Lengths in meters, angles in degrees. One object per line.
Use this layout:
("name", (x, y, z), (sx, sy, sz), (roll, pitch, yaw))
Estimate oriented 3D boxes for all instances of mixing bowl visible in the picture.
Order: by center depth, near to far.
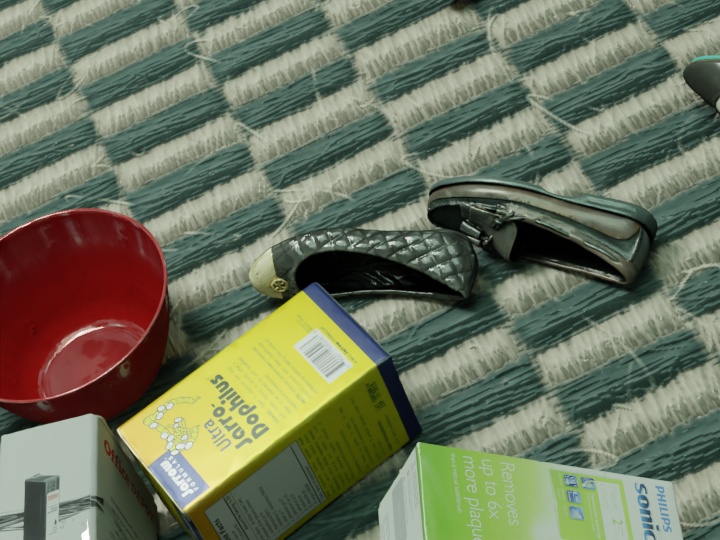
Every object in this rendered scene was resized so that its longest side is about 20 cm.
("mixing bowl", (-0.240, 0.058, 1.623), (0.200, 0.108, 0.200), (-10, 49, 12))

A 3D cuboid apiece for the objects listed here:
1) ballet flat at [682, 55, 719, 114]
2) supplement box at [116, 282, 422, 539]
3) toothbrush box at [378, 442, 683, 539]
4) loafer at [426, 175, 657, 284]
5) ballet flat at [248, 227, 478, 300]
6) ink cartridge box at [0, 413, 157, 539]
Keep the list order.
("ballet flat", (0.361, -0.137, 1.607), (0.200, 0.068, 0.068), (9, 64, 25))
("supplement box", (-0.070, 0.126, 1.509), (0.200, 0.109, 0.110), (-37, 51, -12))
("toothbrush box", (0.122, 0.214, 1.329), (0.200, 0.086, 0.146), (12, 48, -17))
("loafer", (0.144, -0.033, 1.594), (0.200, 0.072, 0.063), (8, 61, 22))
("ballet flat", (0.000, 0.000, 1.614), (0.200, 0.067, 0.057), (-5, 47, 14))
("ink cartridge box", (-0.212, 0.232, 1.448), (0.084, 0.144, 0.200), (-12, 49, 9))
